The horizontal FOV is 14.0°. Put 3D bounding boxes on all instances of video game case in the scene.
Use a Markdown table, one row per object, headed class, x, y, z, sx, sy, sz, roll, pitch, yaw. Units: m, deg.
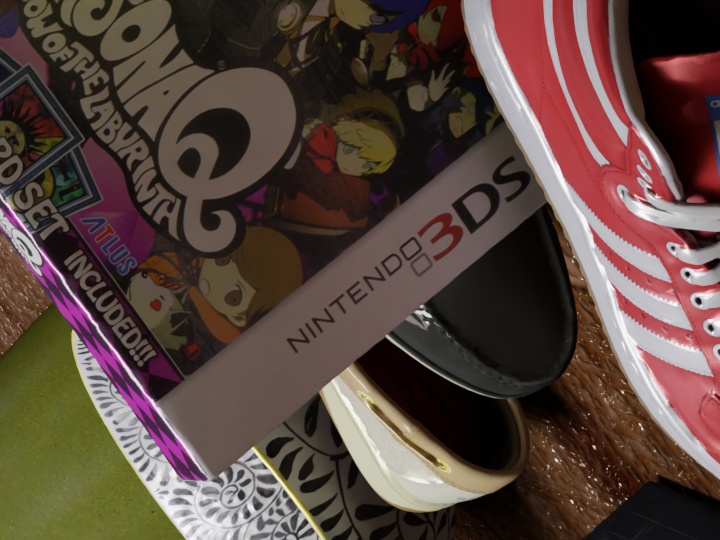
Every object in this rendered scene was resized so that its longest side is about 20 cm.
| class | x | y | z | sx | sy | sz | roll | pitch | yaw |
| --- | --- | --- | --- | --- | --- | --- | --- | --- | --- |
| video game case | -0.036 | -0.073 | 0.837 | 0.200 | 0.181 | 0.036 | 55 | 162 | -11 |

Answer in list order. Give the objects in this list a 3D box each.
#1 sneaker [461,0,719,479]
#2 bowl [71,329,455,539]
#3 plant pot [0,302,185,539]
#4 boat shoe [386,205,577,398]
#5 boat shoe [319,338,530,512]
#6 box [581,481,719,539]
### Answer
| class | x | y | z | sx | sy | sz | roll | pitch | yaw |
| --- | --- | --- | --- | --- | --- | --- | --- | --- | --- |
| sneaker | 0.105 | -0.012 | 0.792 | 0.201 | 0.071 | 0.112 | 57 | 165 | -10 |
| bowl | -0.021 | 0.072 | 1.221 | 0.201 | 0.094 | 0.201 | 44 | 160 | 20 |
| plant pot | -0.174 | 0.143 | 1.554 | 0.187 | 0.200 | 0.187 | 44 | 161 | 20 |
| boat shoe | 0.012 | -0.042 | 0.952 | 0.202 | 0.073 | 0.063 | 60 | 168 | -12 |
| boat shoe | 0.000 | 0.000 | 1.087 | 0.200 | 0.074 | 0.066 | 55 | 149 | -16 |
| box | 0.108 | 0.195 | 0.983 | 0.200 | 0.196 | 0.124 | 19 | 144 | 57 |
